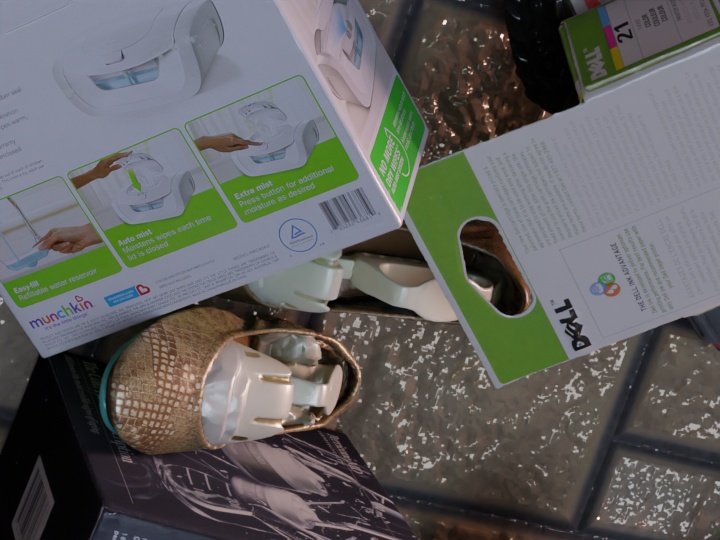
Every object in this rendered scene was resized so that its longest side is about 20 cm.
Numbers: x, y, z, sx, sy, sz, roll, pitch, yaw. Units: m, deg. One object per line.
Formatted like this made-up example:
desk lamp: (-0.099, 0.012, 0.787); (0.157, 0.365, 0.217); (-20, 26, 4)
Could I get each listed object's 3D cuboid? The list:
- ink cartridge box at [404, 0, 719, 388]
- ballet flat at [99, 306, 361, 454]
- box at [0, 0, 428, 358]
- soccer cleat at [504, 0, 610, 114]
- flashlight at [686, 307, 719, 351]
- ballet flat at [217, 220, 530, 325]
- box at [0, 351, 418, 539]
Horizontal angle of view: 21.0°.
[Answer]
ink cartridge box: (0.127, -0.048, 0.948); (0.199, 0.076, 0.148); (-22, 125, 12)
ballet flat: (-0.053, 0.053, 0.942); (0.065, 0.200, 0.071); (10, 98, 21)
box: (-0.099, -0.079, 0.883); (0.199, 0.097, 0.177); (-20, 116, 23)
soccer cleat: (0.103, -0.181, 0.977); (0.073, 0.068, 0.201); (-26, 110, -38)
flashlight: (0.251, 0.067, 1.103); (0.068, 0.068, 0.200); (-30, 116, 13)
ballet flat: (0.000, 0.000, 0.998); (0.199, 0.072, 0.068); (10, 107, -20)
box: (-0.077, 0.139, 0.955); (0.181, 0.200, 0.105); (19, 102, -23)
